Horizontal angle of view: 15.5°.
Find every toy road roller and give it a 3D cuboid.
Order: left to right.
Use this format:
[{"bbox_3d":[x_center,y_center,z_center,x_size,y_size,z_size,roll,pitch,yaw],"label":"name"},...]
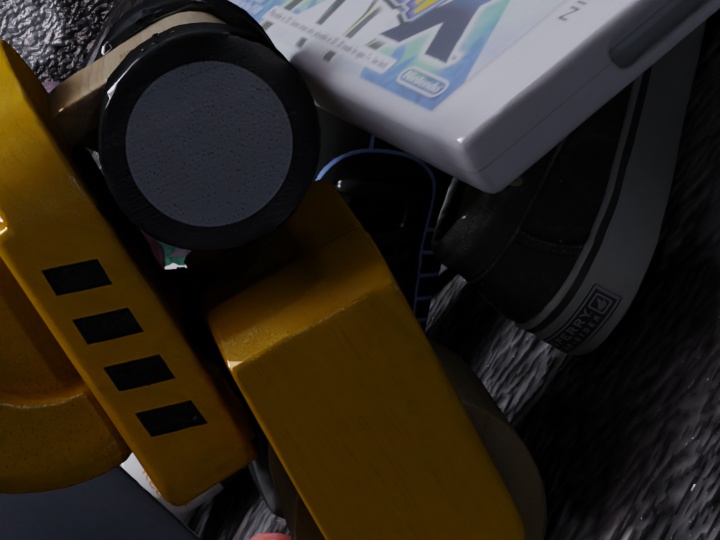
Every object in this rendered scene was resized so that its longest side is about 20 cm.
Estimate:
[{"bbox_3d":[-0.054,0.026,0.731,0.146,0.200,0.123,-32,13,0],"label":"toy road roller"}]

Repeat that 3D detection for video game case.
[{"bbox_3d":[0.059,-0.107,0.772,0.182,0.022,0.200,-40,26,-9],"label":"video game case"}]

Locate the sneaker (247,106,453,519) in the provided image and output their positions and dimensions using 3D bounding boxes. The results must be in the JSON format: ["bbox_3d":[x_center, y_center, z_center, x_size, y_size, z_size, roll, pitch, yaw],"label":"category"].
[{"bbox_3d":[0.000,0.000,0.888,0.078,0.070,0.200,-96,14,-46],"label":"sneaker"}]

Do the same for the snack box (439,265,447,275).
[{"bbox_3d":[0.013,-0.012,1.011,0.200,0.024,0.072,-45,19,52],"label":"snack box"}]

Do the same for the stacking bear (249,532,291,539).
[{"bbox_3d":[-0.138,0.115,0.922,0.121,0.200,0.114,-53,14,33],"label":"stacking bear"}]

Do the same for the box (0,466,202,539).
[{"bbox_3d":[-0.154,0.160,0.766,0.200,0.123,0.198,-6,-52,-50],"label":"box"}]

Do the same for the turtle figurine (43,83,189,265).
[{"bbox_3d":[-0.129,0.014,1.020,0.101,0.150,0.200,-23,24,30],"label":"turtle figurine"}]

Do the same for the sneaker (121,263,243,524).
[{"bbox_3d":[-0.056,0.028,1.140,0.080,0.074,0.200,-33,31,36],"label":"sneaker"}]

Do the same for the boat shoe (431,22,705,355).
[{"bbox_3d":[0.063,-0.058,0.821,0.071,0.064,0.200,-52,14,35],"label":"boat shoe"}]
